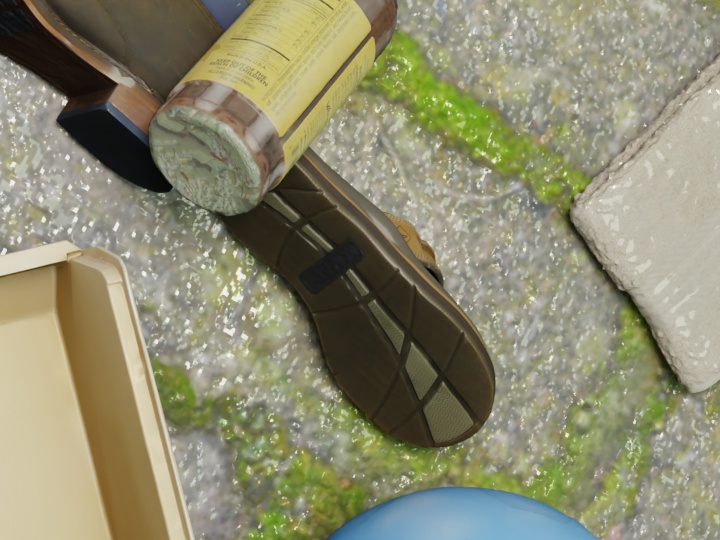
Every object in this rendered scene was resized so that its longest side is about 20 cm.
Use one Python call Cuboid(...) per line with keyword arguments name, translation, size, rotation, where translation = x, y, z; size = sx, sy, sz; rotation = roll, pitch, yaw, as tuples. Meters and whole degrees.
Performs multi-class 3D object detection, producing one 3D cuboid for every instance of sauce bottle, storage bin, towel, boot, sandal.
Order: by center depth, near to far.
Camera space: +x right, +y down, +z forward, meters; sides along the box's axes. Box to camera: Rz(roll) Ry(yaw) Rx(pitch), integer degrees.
Cuboid(name="storage bin", translation=(-0.187, 0.102, 0.913), size=(0.199, 0.094, 0.200), rotation=(-14, 92, -25))
Cuboid(name="boot", translation=(-0.129, -0.137, 0.959), size=(0.200, 0.075, 0.097), rotation=(50, 62, -30))
Cuboid(name="sauce bottle", translation=(-0.024, -0.106, 0.981), size=(0.065, 0.065, 0.200), rotation=(55, 47, -18))
Cuboid(name="sandal", translation=(0.000, 0.000, 1.033), size=(0.200, 0.082, 0.055), rotation=(49, 38, -10))
Cuboid(name="towel", translation=(0.211, -0.047, 1.147), size=(0.200, 0.034, 0.133), rotation=(-43, 108, -17))

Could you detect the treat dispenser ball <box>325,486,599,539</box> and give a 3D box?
Cuboid(name="treat dispenser ball", translation=(0.048, 0.202, 0.987), size=(0.200, 0.201, 0.202), rotation=(-2, 94, -26))
